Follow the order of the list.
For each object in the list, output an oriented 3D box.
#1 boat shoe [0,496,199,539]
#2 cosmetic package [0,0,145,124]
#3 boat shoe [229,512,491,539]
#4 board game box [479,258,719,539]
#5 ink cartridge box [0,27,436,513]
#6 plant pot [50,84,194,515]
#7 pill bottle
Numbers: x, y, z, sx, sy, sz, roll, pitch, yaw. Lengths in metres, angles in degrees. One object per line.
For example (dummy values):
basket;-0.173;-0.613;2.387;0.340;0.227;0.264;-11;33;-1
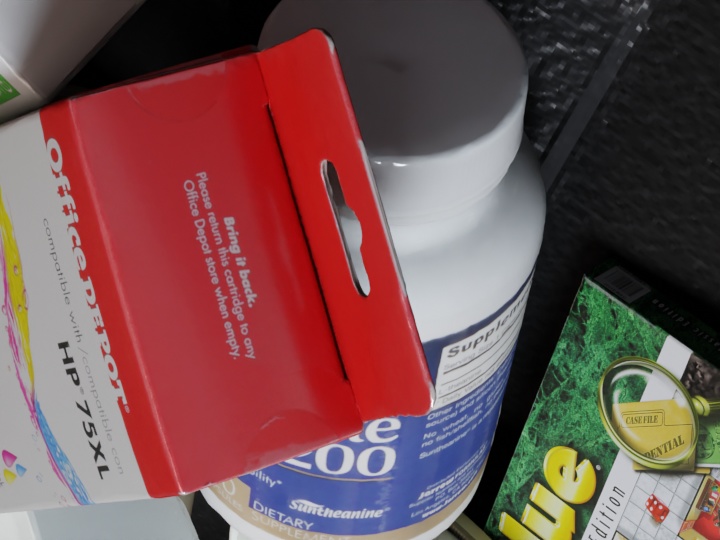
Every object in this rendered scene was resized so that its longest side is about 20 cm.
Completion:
boat shoe;-0.118;0.071;0.866;0.064;0.071;0.200;-17;105;46
cosmetic package;-0.142;-0.103;0.816;0.108;0.085;0.200;45;158;-13
boat shoe;0.022;0.134;0.895;0.200;0.068;0.075;27;124;32
board game box;0.093;0.103;0.883;0.105;0.023;0.200;37;129;26
ink cartridge box;-0.069;0.006;0.743;0.200;0.067;0.117;-14;93;57
plant pot;-0.134;0.032;0.966;0.187;0.187;0.200;32;128;12
pill bottle;0.000;0.000;0.828;0.111;0.111;0.200;29;143;16
